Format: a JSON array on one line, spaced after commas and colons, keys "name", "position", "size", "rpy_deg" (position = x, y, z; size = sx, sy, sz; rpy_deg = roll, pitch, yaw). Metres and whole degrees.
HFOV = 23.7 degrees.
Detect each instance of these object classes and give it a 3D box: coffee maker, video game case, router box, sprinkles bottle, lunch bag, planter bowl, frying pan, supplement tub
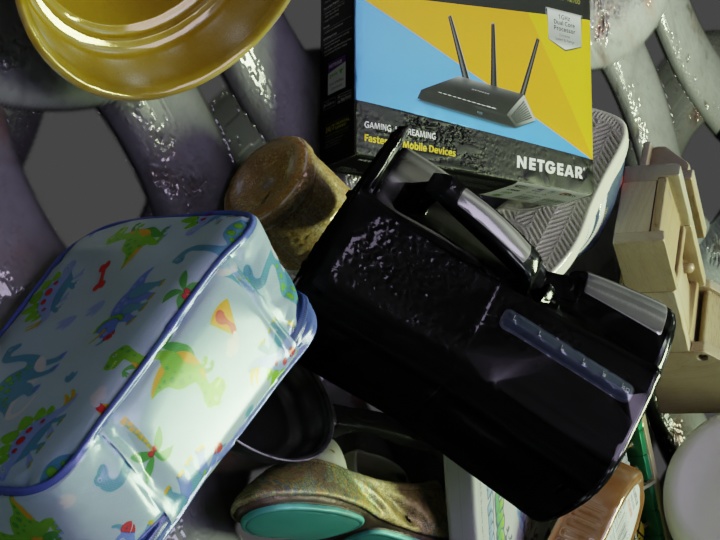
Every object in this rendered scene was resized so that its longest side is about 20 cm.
[{"name": "coffee maker", "position": [0.050, 0.053, 0.953], "size": [0.199, 0.135, 0.193], "rpy_deg": [33, 88, -3]}, {"name": "video game case", "position": [0.094, 0.122, 1.125], "size": [0.182, 0.023, 0.202], "rpy_deg": [-50, 140, -57]}, {"name": "router box", "position": [0.066, -0.131, 1.154], "size": [0.199, 0.051, 0.151], "rpy_deg": [7, 77, -33]}, {"name": "sprinkles bottle", "position": [0.000, 0.000, 1.075], "size": [0.200, 0.068, 0.069], "rpy_deg": [43, 53, -36]}, {"name": "lunch bag", "position": [-0.127, 0.059, 0.841], "size": [0.083, 0.160, 0.201], "rpy_deg": [57, 48, -28]}, {"name": "planter bowl", "position": [-0.121, -0.200, 0.928], "size": [0.199, 0.083, 0.202], "rpy_deg": [-26, 134, -30]}, {"name": "frying pan", "position": [-0.041, 0.069, 1.009], "size": [0.189, 0.031, 0.115], "rpy_deg": [6, 45, -49]}, {"name": "supplement tub", "position": [0.336, 0.209, 1.366], "size": [0.200, 0.144, 0.147], "rpy_deg": [46, 50, -49]}]

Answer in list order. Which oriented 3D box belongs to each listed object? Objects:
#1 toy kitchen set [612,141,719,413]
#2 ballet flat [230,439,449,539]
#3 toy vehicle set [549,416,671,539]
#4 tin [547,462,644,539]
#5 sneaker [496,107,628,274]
[{"name": "toy kitchen set", "position": [0.305, -0.016, 1.331], "size": [0.201, 0.179, 0.164], "rpy_deg": [66, 30, -43]}, {"name": "ballet flat", "position": [-0.011, 0.137, 1.043], "size": [0.199, 0.070, 0.071], "rpy_deg": [24, 65, -48]}, {"name": "toy vehicle set", "position": [0.179, 0.145, 1.294], "size": [0.124, 0.026, 0.202], "rpy_deg": [-19, 98, -50]}, {"name": "tin", "position": [0.142, 0.220, 1.170], "size": [0.201, 0.042, 0.112], "rpy_deg": [-61, 153, -18]}, {"name": "sneaker", "position": [0.138, -0.024, 1.250], "size": [0.200, 0.075, 0.085], "rpy_deg": [-50, 154, -27]}]
